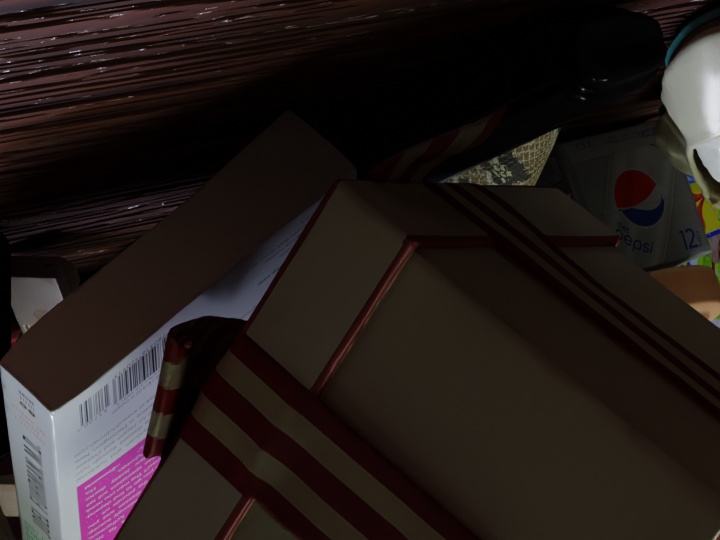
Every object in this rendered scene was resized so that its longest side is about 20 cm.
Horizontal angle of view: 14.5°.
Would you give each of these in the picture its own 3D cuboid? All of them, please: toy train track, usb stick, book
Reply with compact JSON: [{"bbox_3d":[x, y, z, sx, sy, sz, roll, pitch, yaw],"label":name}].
[{"bbox_3d":[-0.102,0.056,1.131,0.114,0.033,0.200,1,140,15],"label":"toy train track"},{"bbox_3d":[0.024,-0.045,0.979,0.055,0.033,0.200,-10,170,-41],"label":"usb stick"},{"bbox_3d":[-0.063,0.046,0.990,0.134,0.048,0.200,-40,161,-23],"label":"book"}]

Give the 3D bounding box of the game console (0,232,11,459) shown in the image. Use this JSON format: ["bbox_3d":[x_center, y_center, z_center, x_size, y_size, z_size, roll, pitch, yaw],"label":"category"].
[{"bbox_3d":[-0.235,0.032,1.038,0.199,0.117,0.176,-14,-157,-17],"label":"game console"}]

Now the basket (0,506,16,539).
[{"bbox_3d":[-0.216,0.169,1.063,0.197,0.161,0.200,-13,-159,-13],"label":"basket"}]

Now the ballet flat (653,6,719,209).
[{"bbox_3d":[0.149,-0.055,1.070,0.069,0.070,0.200,-17,173,3],"label":"ballet flat"}]

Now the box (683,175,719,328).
[{"bbox_3d":[0.240,-0.019,1.350,0.200,0.122,0.192,-11,170,-43],"label":"box"}]

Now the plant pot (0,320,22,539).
[{"bbox_3d":[-0.130,0.113,1.291,0.200,0.201,0.177,-15,-176,-14],"label":"plant pot"}]

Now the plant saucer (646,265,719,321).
[{"bbox_3d":[0.057,0.048,1.169,0.200,0.032,0.200,-19,170,-3],"label":"plant saucer"}]

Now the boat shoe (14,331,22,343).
[{"bbox_3d":[-0.046,0.019,1.189,0.199,0.067,0.057,-20,169,2],"label":"boat shoe"}]

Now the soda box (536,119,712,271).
[{"bbox_3d":[0.062,-0.005,1.264,0.068,0.064,0.200,-14,173,-36],"label":"soda box"}]

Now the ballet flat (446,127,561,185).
[{"bbox_3d":[0.000,0.000,1.105,0.199,0.076,0.068,-20,174,26],"label":"ballet flat"}]

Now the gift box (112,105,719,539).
[{"bbox_3d":[0.047,0.063,0.922,0.200,0.187,0.184,-57,158,12],"label":"gift box"}]
